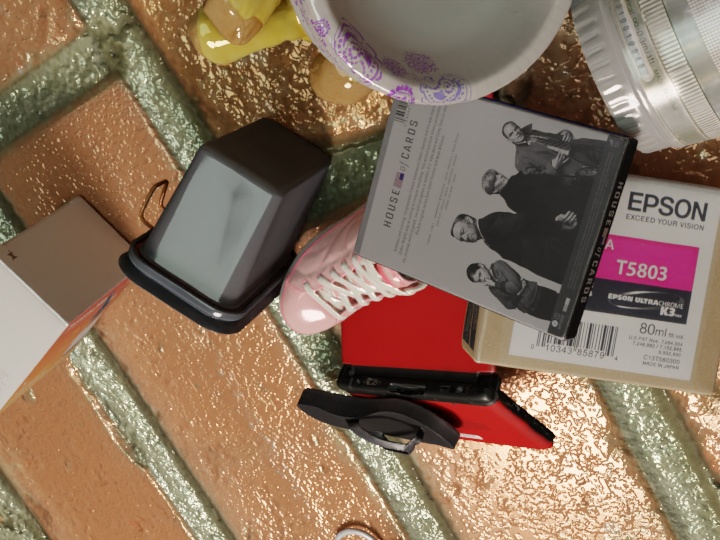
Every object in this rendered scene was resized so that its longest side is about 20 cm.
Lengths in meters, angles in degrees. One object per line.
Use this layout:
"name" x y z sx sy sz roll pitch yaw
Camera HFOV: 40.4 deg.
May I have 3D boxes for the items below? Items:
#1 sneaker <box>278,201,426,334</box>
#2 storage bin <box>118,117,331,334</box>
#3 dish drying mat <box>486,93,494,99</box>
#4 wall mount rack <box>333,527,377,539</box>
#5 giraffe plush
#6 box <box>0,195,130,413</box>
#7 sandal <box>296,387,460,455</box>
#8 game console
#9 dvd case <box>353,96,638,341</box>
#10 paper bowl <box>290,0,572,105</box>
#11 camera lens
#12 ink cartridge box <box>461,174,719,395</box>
"sneaker" 0.000 0.000 0.872 0.200 0.105 0.075 -42 112 17
"storage bin" -0.116 -0.059 0.891 0.145 0.200 0.135 32 112 4
"dish drying mat" 0.078 -0.172 0.848 0.076 0.018 0.201 3 118 24
"wall mount rack" -0.002 0.406 1.143 0.173 0.075 0.201 -23 105 30
"giraffe plush" -0.020 -0.207 0.801 0.200 0.173 0.162 -43 105 8
"box" -0.353 0.042 1.054 0.106 0.152 0.200 44 124 -3
"sandal" 0.017 0.156 0.962 0.199 0.043 0.076 0 149 45
"game console" 0.080 0.079 0.938 0.199 0.119 0.172 -2 148 48
"dvd case" 0.093 -0.053 0.742 0.199 0.025 0.151 23 104 34
"paper bowl" 0.044 -0.222 0.684 0.199 0.104 0.202 -5 107 -15
"camera lens" 0.267 -0.186 0.679 0.199 0.160 0.160 -22 106 29
"ink cartridge box" 0.194 0.003 0.791 0.199 0.075 0.166 7 97 -3
